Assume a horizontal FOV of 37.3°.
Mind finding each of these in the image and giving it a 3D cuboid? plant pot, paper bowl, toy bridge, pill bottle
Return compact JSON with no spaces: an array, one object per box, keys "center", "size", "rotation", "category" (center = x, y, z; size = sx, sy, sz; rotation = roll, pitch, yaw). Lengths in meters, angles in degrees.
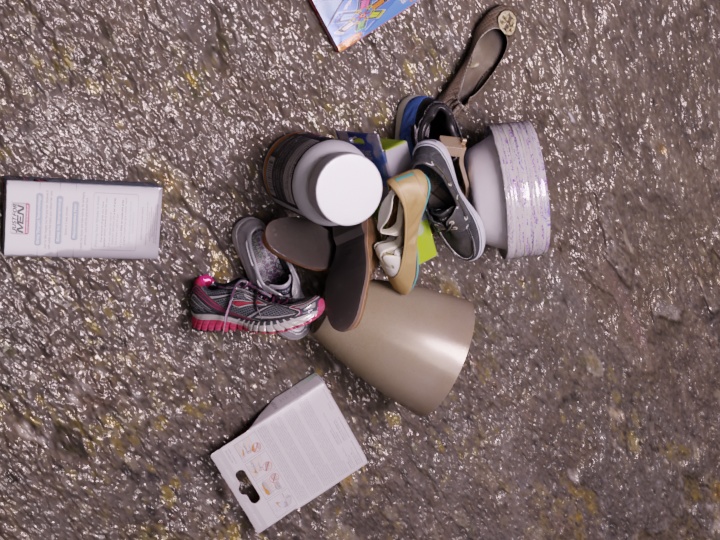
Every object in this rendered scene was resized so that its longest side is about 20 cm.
[{"center":[0.035,0.090,1.566],"size":[0.200,0.187,0.188],"rotation":[24,91,-12],"category":"plant pot"},{"center":[0.210,-0.116,1.572],"size":[0.104,0.201,0.201],"rotation":[-8,106,2],"category":"paper bowl"},{"center":[0.122,-0.111,1.539],"size":[0.067,0.027,0.200],"rotation":[4,134,-15],"category":"toy bridge"},{"center":[-0.052,-0.124,1.452],"size":[0.116,0.200,0.117],"rotation":[-6,104,-23],"category":"pill bottle"}]

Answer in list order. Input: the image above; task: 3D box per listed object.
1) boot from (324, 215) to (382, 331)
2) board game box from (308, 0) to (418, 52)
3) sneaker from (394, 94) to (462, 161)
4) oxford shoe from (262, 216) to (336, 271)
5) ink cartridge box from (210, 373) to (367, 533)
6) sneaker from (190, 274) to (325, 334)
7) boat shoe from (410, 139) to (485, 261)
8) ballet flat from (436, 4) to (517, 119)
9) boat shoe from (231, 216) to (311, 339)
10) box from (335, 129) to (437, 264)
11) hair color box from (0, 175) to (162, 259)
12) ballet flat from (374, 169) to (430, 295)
[{"center":[0.000,0.000,1.481],"size":[0.075,0.073,0.200],"rotation":[37,49,-44],"category":"boot"},{"center":[0.023,-0.408,1.522],"size":[0.200,0.019,0.103],"rotation":[-35,111,-13],"category":"board game box"},{"center":[0.095,-0.153,1.558],"size":[0.077,0.111,0.200],"rotation":[0,102,-24],"category":"sneaker"},{"center":[-0.071,-0.027,1.513],"size":[0.200,0.071,0.072],"rotation":[14,68,-45],"category":"oxford shoe"},{"center":[-0.109,0.275,1.605],"size":[0.200,0.050,0.161],"rotation":[-31,112,-10],"category":"ink cartridge box"},{"center":[-0.146,0.046,1.471],"size":[0.199,0.081,0.075],"rotation":[0,99,16],"category":"sneaker"},{"center":[0.116,-0.087,1.487],"size":[0.200,0.069,0.057],"rotation":[63,33,-28],"category":"boat shoe"},{"center":[0.180,-0.309,1.596],"size":[0.067,0.046,0.200],"rotation":[35,86,-26],"category":"ballet flat"},{"center":[-0.119,0.016,1.527],"size":[0.072,0.068,0.200],"rotation":[-24,110,-17],"category":"boat shoe"},{"center":[0.036,-0.112,1.535],"size":[0.048,0.122,0.200],"rotation":[-26,112,-26],"category":"box"},{"center":[-0.368,-0.069,1.405],"size":[0.200,0.061,0.099],"rotation":[1,101,-24],"category":"hair color box"},{"center":[0.047,-0.049,1.458],"size":[0.063,0.069,0.200],"rotation":[-12,128,-26],"category":"ballet flat"}]
